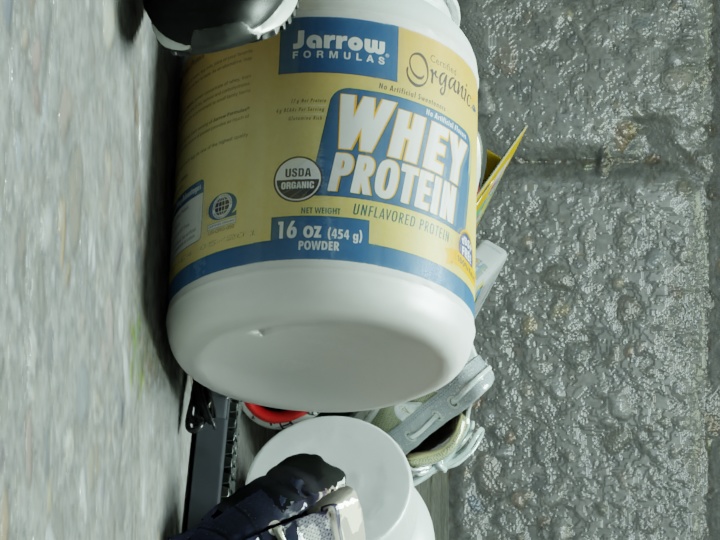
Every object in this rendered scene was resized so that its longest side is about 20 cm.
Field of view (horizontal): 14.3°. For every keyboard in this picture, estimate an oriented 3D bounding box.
[{"bbox_3d":[-0.071,0.075,1.442,0.127,0.021,0.200,84,7,-50],"label":"keyboard"}]

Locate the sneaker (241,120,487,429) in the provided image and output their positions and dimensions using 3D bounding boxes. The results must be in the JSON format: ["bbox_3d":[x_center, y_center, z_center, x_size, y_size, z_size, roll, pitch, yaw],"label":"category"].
[{"bbox_3d":[0.000,0.001,1.577,0.202,0.067,0.108,-55,178,14],"label":"sneaker"}]

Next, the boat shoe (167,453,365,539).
[{"bbox_3d":[-0.040,0.193,1.362,0.093,0.075,0.201,-25,113,-37],"label":"boat shoe"}]

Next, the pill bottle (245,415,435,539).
[{"bbox_3d":[-0.010,0.173,1.607,0.200,0.109,0.110,82,9,-54],"label":"pill bottle"}]

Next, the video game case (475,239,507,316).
[{"bbox_3d":[0.021,0.089,1.798,0.200,0.023,0.182,-62,174,20],"label":"video game case"}]

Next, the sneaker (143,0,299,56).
[{"bbox_3d":[-0.069,-0.175,1.284,0.200,0.070,0.090,-86,162,-55],"label":"sneaker"}]

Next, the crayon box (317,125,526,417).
[{"bbox_3d":[0.025,0.000,1.767,0.126,0.051,0.200,-53,172,-46],"label":"crayon box"}]

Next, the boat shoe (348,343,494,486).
[{"bbox_3d":[0.038,0.083,1.631,0.065,0.074,0.202,45,-22,16],"label":"boat shoe"}]

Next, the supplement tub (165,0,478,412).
[{"bbox_3d":[-0.016,-0.048,1.360,0.145,0.144,0.201,78,13,-67],"label":"supplement tub"}]
